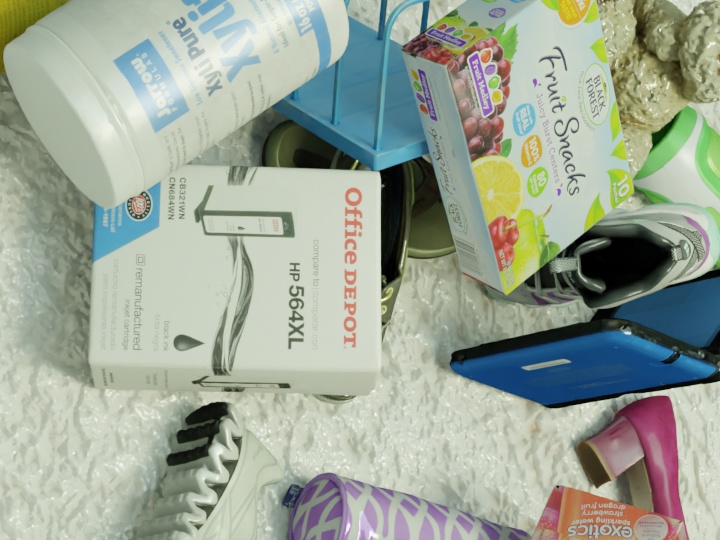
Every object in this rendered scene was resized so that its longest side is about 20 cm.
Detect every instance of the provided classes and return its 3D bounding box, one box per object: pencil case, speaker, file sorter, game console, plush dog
[{"bbox_3d":[0.039,0.211,1.488,0.199,0.084,0.086,19,103,-27],"label":"pencil case"},{"bbox_3d":[0.313,-0.054,1.743,0.200,0.088,0.089,42,58,-19],"label":"speaker"},{"bbox_3d":[0.002,-0.180,1.469,0.138,0.200,0.123,-21,130,-36],"label":"file sorter"},{"bbox_3d":[0.195,0.034,1.563,0.170,0.199,0.119,21,68,-33],"label":"game console"},{"bbox_3d":[0.201,-0.189,1.669,0.172,0.200,0.161,46,14,-17],"label":"plush dog"}]

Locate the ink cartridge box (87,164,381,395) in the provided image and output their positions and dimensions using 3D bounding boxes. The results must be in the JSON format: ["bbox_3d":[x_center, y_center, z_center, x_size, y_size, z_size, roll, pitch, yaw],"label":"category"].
[{"bbox_3d":[-0.085,0.006,1.402,0.198,0.084,0.147,1,74,-4],"label":"ink cartridge box"}]

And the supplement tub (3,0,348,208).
[{"bbox_3d":[-0.119,-0.146,1.340,0.200,0.132,0.132,-37,100,-19],"label":"supplement tub"}]

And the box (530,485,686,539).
[{"bbox_3d":[0.183,0.259,1.501,0.095,0.102,0.201,-60,153,-30],"label":"box"}]

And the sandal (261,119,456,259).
[{"bbox_3d":[0.018,-0.063,1.556,0.200,0.057,0.080,16,69,-31],"label":"sandal"}]

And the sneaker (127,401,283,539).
[{"bbox_3d":[-0.114,0.190,1.395,0.081,0.075,0.201,44,58,-28],"label":"sneaker"}]

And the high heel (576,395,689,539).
[{"bbox_3d":[0.261,0.201,1.647,0.096,0.067,0.201,-28,91,-26],"label":"high heel"}]

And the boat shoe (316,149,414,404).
[{"bbox_3d":[-0.003,0.000,1.496,0.072,0.060,0.203,9,90,-16],"label":"boat shoe"}]

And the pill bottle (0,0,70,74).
[{"bbox_3d":[-0.255,-0.186,1.365,0.199,0.112,0.113,-20,90,-37],"label":"pill bottle"}]

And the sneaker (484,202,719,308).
[{"bbox_3d":[0.161,-0.007,1.538,0.140,0.199,0.078,-18,93,-60],"label":"sneaker"}]

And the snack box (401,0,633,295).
[{"bbox_3d":[0.115,-0.104,1.435,0.142,0.053,0.201,-38,131,-25],"label":"snack box"}]
